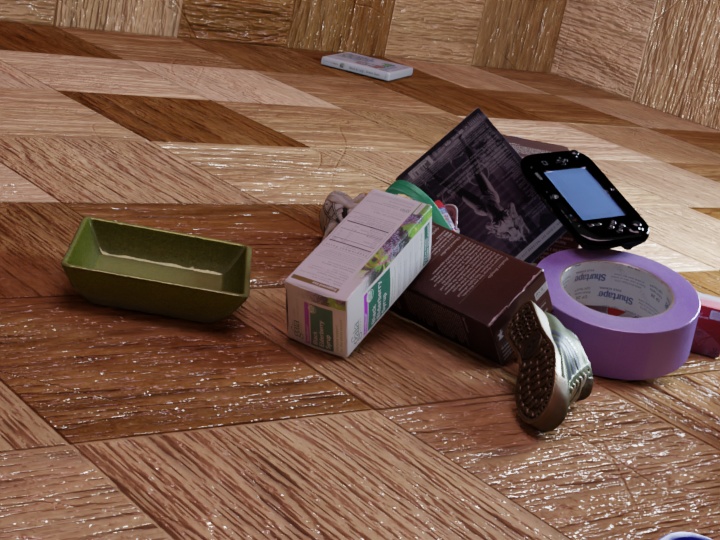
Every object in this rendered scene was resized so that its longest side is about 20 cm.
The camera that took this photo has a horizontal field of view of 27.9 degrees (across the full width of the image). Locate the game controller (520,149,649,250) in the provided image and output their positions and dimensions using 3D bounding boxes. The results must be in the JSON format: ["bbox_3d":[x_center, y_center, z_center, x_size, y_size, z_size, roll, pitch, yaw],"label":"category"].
[{"bbox_3d":[0.281,-0.091,1.831,0.103,0.042,0.200,0,36,-27],"label":"game controller"}]

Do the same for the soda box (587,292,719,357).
[{"bbox_3d":[0.367,0.050,1.846,0.198,0.064,0.070,15,16,8],"label":"soda box"}]

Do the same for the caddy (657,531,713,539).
[{"bbox_3d":[0.201,0.259,0.930,0.141,0.105,0.199,47,30,22],"label":"caddy"}]

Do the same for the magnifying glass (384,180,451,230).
[{"bbox_3d":[0.104,-0.030,1.747,0.200,0.022,0.080,44,-24,1],"label":"magnifying glass"}]

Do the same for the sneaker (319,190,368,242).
[{"bbox_3d":[-0.025,-0.051,1.885,0.076,0.088,0.200,43,-14,-12],"label":"sneaker"}]

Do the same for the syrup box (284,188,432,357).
[{"bbox_3d":[0.000,0.000,1.584,0.081,0.079,0.200,17,41,23],"label":"syrup box"}]

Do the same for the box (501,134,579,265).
[{"bbox_3d":[0.216,-0.089,2.026,0.164,0.166,0.200,9,16,-6],"label":"box"}]

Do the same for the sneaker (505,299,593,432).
[{"bbox_3d":[0.209,0.110,1.508,0.089,0.067,0.201,32,24,-18],"label":"sneaker"}]

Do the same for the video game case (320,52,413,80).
[{"bbox_3d":[0.018,-0.508,3.594,0.181,0.024,0.200,16,17,16],"label":"video game case"}]

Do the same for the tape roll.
[{"bbox_3d":[0.298,0.048,1.714,0.198,0.066,0.201,6,29,-3],"label":"tape roll"}]

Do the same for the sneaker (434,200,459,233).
[{"bbox_3d":[0.124,-0.018,1.806,0.199,0.113,0.071,21,17,27],"label":"sneaker"}]

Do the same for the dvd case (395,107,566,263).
[{"bbox_3d":[0.164,-0.091,1.888,0.200,0.148,0.016,49,-12,1],"label":"dvd case"}]

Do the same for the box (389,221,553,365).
[{"bbox_3d":[0.113,0.020,1.668,0.199,0.075,0.100,25,59,41],"label":"box"}]

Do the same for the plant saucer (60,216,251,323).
[{"bbox_3d":[-0.222,0.004,1.595,0.198,0.048,0.200,10,16,-6],"label":"plant saucer"}]
